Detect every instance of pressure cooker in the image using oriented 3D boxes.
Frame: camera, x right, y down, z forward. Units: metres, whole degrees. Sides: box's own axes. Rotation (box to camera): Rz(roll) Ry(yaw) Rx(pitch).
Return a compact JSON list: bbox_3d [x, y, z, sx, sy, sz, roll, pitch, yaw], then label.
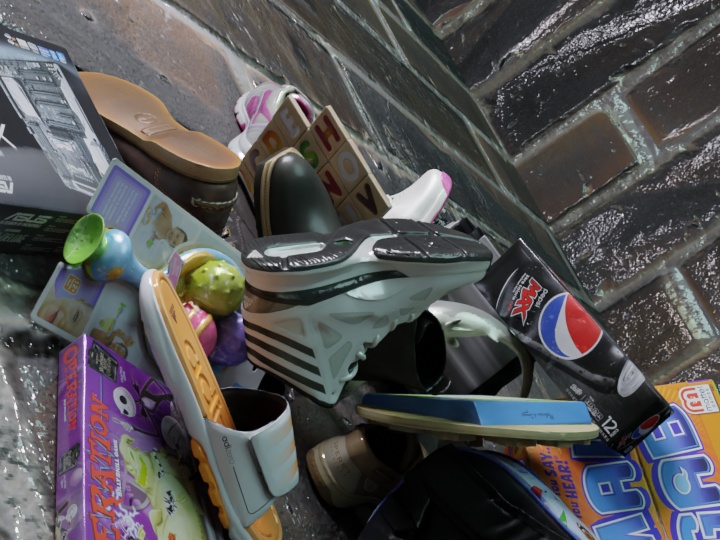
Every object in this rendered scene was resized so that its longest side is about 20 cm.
[{"bbox_3d":[0.084,0.040,1.103,0.178,0.176,0.201,-36,89,-42],"label":"pressure cooker"}]

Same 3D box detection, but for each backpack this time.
[{"bbox_3d":[0.099,0.235,0.807,0.191,0.200,0.154,49,4,17],"label":"backpack"}]

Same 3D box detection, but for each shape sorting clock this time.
[{"bbox_3d":[0.093,0.123,0.849,0.199,0.197,0.040,15,77,-65],"label":"shape sorting clock"}]

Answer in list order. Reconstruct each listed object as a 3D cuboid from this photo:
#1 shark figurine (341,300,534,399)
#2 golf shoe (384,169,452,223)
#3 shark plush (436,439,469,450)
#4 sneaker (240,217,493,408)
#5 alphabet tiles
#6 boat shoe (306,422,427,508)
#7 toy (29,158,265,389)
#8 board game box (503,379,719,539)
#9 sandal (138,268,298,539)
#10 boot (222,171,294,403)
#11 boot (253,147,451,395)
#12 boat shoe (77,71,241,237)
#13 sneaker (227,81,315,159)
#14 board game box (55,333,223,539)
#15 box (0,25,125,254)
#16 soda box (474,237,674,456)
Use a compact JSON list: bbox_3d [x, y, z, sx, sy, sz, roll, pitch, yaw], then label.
[{"bbox_3d":[0.069,0.050,0.959,0.090,0.211,0.130,-112,-158,-63],"label":"shark figurine"},{"bbox_3d":[-0.001,-0.032,0.985,0.092,0.200,0.075,44,5,-11],"label":"golf shoe"},{"bbox_3d":[0.119,0.226,1.013,0.200,0.090,0.084,44,33,-47],"label":"shark plush"},{"bbox_3d":[0.002,0.031,0.754,0.198,0.117,0.076,-6,25,-28],"label":"sneaker"},{"bbox_3d":[-0.048,-0.047,0.914,0.007,0.200,0.169,-23,77,-39],"label":"alphabet tiles"},{"bbox_3d":[0.026,0.167,0.915,0.072,0.064,0.199,61,18,16],"label":"boat shoe"},{"bbox_3d":[-0.114,0.026,0.711,0.047,0.117,0.199,9,-21,45],"label":"toy"},{"bbox_3d":[0.251,0.253,0.991,0.201,0.196,0.202,90,-9,-51],"label":"board game box"},{"bbox_3d":[-0.077,0.090,0.657,0.079,0.058,0.209,-95,165,-71],"label":"sandal"},{"bbox_3d":[-0.112,-0.004,0.841,0.201,0.069,0.175,50,17,-27],"label":"boot"},{"bbox_3d":[0.000,0.000,0.822,0.077,0.137,0.202,-37,119,-33],"label":"boot"},{"bbox_3d":[-0.168,-0.089,0.802,0.070,0.071,0.199,-12,38,-41],"label":"boat shoe"},{"bbox_3d":[-0.087,-0.164,1.163,0.081,0.088,0.201,47,19,-26],"label":"sneaker"},{"bbox_3d":[-0.126,0.142,0.610,0.120,0.032,0.202,37,26,-39],"label":"board game box"},{"bbox_3d":[-0.236,-0.090,0.683,0.159,0.049,0.200,61,17,13],"label":"box"},{"bbox_3d":[0.190,0.067,0.945,0.201,0.063,0.071,53,11,30],"label":"soda box"}]
